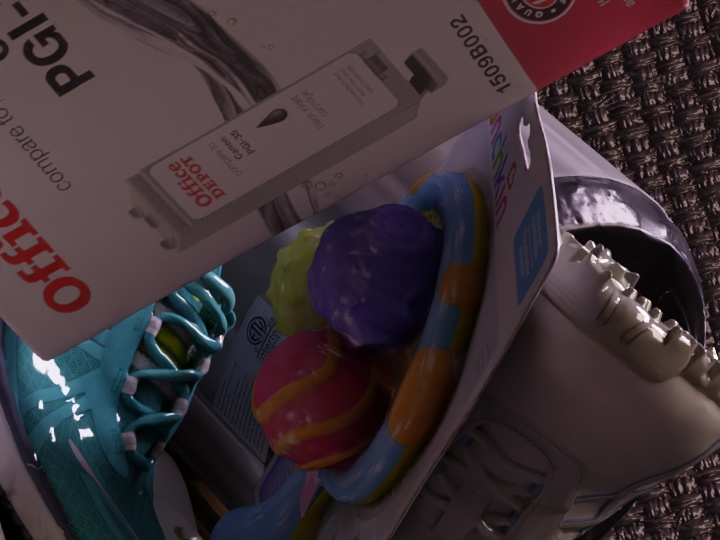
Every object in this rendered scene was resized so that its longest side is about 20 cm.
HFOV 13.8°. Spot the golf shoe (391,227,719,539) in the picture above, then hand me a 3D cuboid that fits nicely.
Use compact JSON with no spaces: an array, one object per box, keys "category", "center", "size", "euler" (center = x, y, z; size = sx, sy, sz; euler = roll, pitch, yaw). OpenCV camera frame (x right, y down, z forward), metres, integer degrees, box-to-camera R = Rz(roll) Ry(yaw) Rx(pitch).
[{"category":"golf shoe","center":[0.048,0.052,0.816],"size":[0.078,0.097,0.200],"euler":[39,-12,7]}]

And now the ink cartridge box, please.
[{"category":"ink cartridge box","center":[-0.040,-0.085,0.751],"size":[0.147,0.199,0.083],"euler":[51,14,-42]}]

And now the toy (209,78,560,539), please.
[{"category":"toy","center":[-0.007,0.028,0.813],"size":[0.115,0.047,0.201],"euler":[-92,-158,-51]}]

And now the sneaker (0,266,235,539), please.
[{"category":"sneaker","center":[-0.074,0.019,0.852],"size":[0.078,0.079,0.201],"euler":[66,9,-56]}]

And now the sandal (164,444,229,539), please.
[{"category":"sandal","center":[-0.022,0.138,1.103],"size":[0.200,0.054,0.080],"euler":[54,19,0]}]

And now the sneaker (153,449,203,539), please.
[{"category":"sneaker","center":[-0.033,0.130,0.899],"size":[0.073,0.084,0.201],"euler":[62,10,-53]}]

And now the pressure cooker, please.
[{"category":"pressure cooker","center":[-0.002,-0.001,1.012],"size":[0.200,0.176,0.179],"euler":[42,-9,40]}]

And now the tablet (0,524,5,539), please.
[{"category":"tablet","center":[-0.109,0.054,0.732],"size":[0.130,0.014,0.201],"euler":[33,39,-82]}]
